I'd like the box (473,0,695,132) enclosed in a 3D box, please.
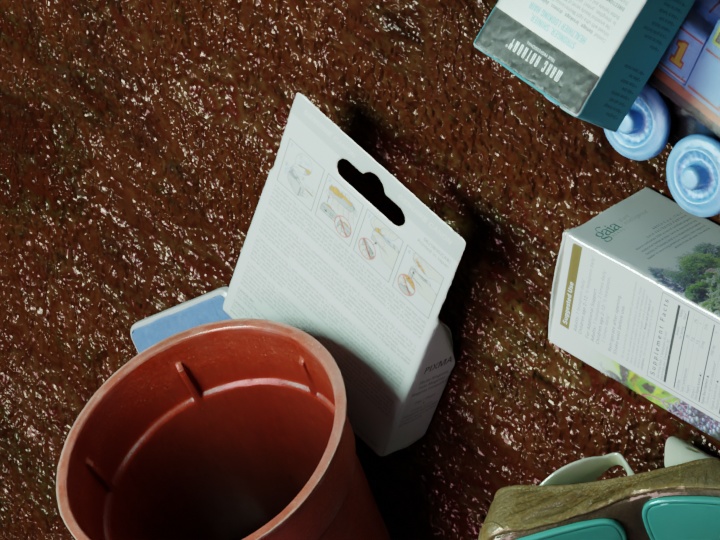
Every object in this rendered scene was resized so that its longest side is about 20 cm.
[{"bbox_3d":[0.149,-0.182,1.492,0.082,0.049,0.201,38,103,32],"label":"box"}]

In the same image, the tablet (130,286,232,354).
[{"bbox_3d":[-0.089,0.116,1.998,0.130,0.014,0.201,-21,94,49],"label":"tablet"}]

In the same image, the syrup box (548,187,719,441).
[{"bbox_3d":[0.209,0.037,1.597,0.200,0.079,0.082,30,130,33],"label":"syrup box"}]

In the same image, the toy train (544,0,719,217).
[{"bbox_3d":[0.182,-0.116,1.547,0.200,0.086,0.115,42,126,26],"label":"toy train"}]

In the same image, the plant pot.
[{"bbox_3d":[-0.070,0.170,1.843,0.200,0.201,0.196,20,151,38],"label":"plant pot"}]

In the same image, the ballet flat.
[{"bbox_3d":[0.167,0.139,1.685,0.199,0.073,0.068,-11,135,15],"label":"ballet flat"}]

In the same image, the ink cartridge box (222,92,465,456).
[{"bbox_3d":[0.000,0.000,1.821,0.162,0.057,0.201,42,131,23],"label":"ink cartridge box"}]
